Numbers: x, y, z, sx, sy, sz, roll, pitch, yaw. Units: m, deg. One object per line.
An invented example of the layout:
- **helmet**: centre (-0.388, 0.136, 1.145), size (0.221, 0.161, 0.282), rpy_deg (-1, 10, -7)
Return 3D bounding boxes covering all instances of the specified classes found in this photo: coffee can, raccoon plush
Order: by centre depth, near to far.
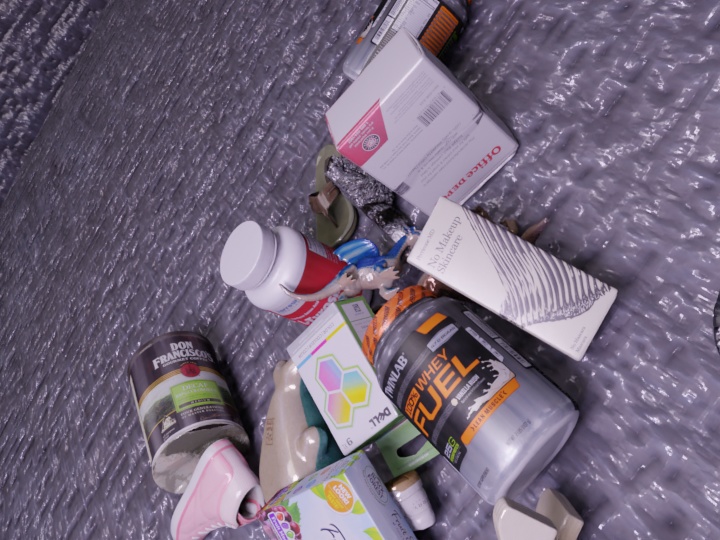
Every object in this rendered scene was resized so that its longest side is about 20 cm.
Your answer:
- **raccoon plush**: centre (0.045, -0.135, 0.922), size (0.134, 0.097, 0.200), rpy_deg (-45, 75, 1)
- **coffee can**: centre (-0.270, 0.216, 1.001), size (0.147, 0.145, 0.201), rpy_deg (-51, 45, 15)

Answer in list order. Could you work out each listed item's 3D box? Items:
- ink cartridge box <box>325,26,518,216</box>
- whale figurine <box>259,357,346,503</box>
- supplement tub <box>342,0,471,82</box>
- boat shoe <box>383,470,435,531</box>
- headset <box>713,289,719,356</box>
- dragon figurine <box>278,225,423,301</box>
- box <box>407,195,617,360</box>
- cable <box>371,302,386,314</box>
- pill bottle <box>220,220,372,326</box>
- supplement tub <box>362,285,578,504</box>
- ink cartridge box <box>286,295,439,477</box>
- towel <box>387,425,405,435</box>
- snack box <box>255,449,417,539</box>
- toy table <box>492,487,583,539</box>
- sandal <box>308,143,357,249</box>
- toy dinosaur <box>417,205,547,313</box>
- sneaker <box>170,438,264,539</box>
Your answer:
- **ink cartridge box**: centre (0.077, -0.170, 0.790), size (0.145, 0.199, 0.086), rpy_deg (-42, 41, 22)
- **whale figurine**: centre (-0.067, 0.211, 0.811), size (0.159, 0.102, 0.204), rpy_deg (-32, 59, 60)
- **supplement tub**: centre (0.072, -0.340, 0.931), size (0.201, 0.122, 0.123), rpy_deg (-56, 43, 9)
- **boat shoe**: centre (0.008, 0.298, 0.741), size (0.200, 0.070, 0.070), rpy_deg (-42, 75, 40)
- **headset**: centre (0.349, 0.006, 0.514), size (0.122, 0.093, 0.204), rpy_deg (2, 85, 45)
- **dragon figurine**: centre (0.000, 0.000, 0.819), size (0.196, 0.060, 0.100), rpy_deg (-15, 29, 4)
- **box**: centre (0.153, 0.007, 0.663), size (0.198, 0.068, 0.083), rpy_deg (29, 95, 16)
- **cable**: centre (-0.013, 0.102, 0.825), size (0.198, 0.050, 0.099), rpy_deg (-24, 61, 34)
- **pill bottle**: centre (-0.085, 0.009, 0.869), size (0.111, 0.199, 0.114), rpy_deg (-21, 58, 37)
- **supplement tub**: centre (0.099, 0.113, 0.630), size (0.200, 0.122, 0.123), rpy_deg (41, 102, 31)
- **ink cartridge box**: centre (0.005, 0.143, 0.746), size (0.104, 0.059, 0.202), rpy_deg (-43, 69, 36)
- **towel**: centre (-0.007, 0.150, 0.853), size (0.198, 0.030, 0.149), rpy_deg (-15, 61, 41)
- **snack box**: centre (-0.004, 0.311, 0.682), size (0.141, 0.053, 0.202), rpy_deg (-33, 88, 29)
- **toy table**: centre (0.163, 0.272, 0.529), size (0.118, 0.182, 0.200), rpy_deg (-61, 21, 6)
- **sandal**: centre (-0.055, -0.116, 1.002), size (0.079, 0.057, 0.204), rpy_deg (-31, 52, 31)
- **toy dinosaur**: centre (0.133, 0.010, 0.745), size (0.197, 0.086, 0.138), rpy_deg (-17, 67, 25)
- **sneaker**: centre (-0.202, 0.349, 0.923), size (0.104, 0.075, 0.202), rpy_deg (36, 115, 23)
